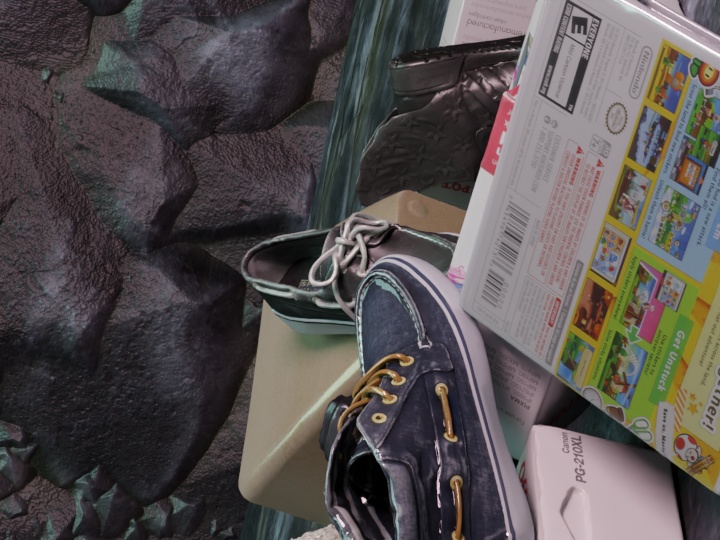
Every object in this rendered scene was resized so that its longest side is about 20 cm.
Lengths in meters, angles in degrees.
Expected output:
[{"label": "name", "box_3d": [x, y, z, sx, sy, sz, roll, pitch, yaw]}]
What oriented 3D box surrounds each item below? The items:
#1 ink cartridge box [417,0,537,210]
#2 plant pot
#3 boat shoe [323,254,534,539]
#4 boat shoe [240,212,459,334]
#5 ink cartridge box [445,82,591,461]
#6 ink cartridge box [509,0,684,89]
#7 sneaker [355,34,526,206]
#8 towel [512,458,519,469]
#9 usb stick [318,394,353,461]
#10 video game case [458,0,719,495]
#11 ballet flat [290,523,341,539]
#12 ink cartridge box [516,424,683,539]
[{"label": "ink cartridge box", "box_3d": [0.104, -0.106, 1.413, 0.068, 0.114, 0.202, -100, 23, -72]}, {"label": "plant pot", "box_3d": [0.046, 0.063, 1.360, 0.177, 0.198, 0.201, 127, 157, -47]}, {"label": "boat shoe", "box_3d": [0.020, 0.071, 0.994, 0.071, 0.090, 0.201, -47, 49, 36]}, {"label": "boat shoe", "box_3d": [0.001, -0.002, 1.239, 0.198, 0.068, 0.074, 2, 59, 49]}, {"label": "ink cartridge box", "box_3d": [0.118, -0.016, 1.073, 0.147, 0.085, 0.201, -32, -33, -51]}, {"label": "ink cartridge box", "box_3d": [0.139, -0.081, 1.234, 0.146, 0.087, 0.201, -92, 18, -61]}, {"label": "sneaker", "box_3d": [0.090, -0.106, 1.348, 0.060, 0.198, 0.105, -76, -21, -73]}, {"label": "towel", "box_3d": [0.048, 0.187, 1.116, 0.146, 0.024, 0.201, -11, -48, -57]}, {"label": "usb stick", "box_3d": [0.054, 0.146, 1.219, 0.033, 0.199, 0.056, -30, -39, -40]}, {"label": "video game case", "box_3d": [0.139, -0.021, 0.925, 0.182, 0.023, 0.201, 36, 127, 32]}, {"label": "ballet flat", "box_3d": [-0.004, 0.188, 1.240, 0.200, 0.071, 0.072, 78, -159, -75]}, {"label": "ink cartridge box", "box_3d": [0.105, 0.208, 1.040, 0.145, 0.084, 0.201, -89, 13, -54]}]
